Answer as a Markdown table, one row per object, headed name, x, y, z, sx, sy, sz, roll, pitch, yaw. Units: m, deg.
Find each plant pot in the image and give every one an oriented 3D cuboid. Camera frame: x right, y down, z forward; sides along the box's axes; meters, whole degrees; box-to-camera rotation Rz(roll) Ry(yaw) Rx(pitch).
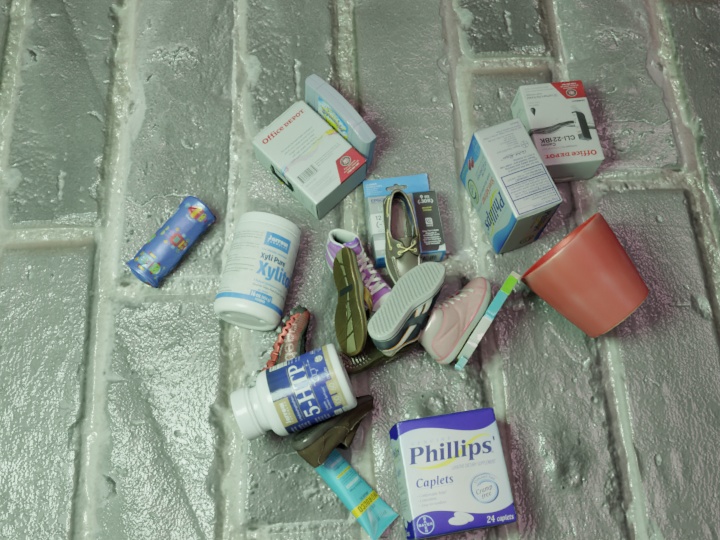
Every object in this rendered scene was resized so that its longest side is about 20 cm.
| name | x | y | z | sx | sy | sz | roll | pitch | yaw |
| --- | --- | --- | --- | --- | --- | --- | --- | --- | --- |
| plant pot | 0.441 | 0.018 | 1.408 | 0.200 | 0.200 | 0.178 | -40 | 84 | -15 |

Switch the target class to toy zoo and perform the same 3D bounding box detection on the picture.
| name | x | y | z | sx | sy | sz | roll | pitch | yaw |
| --- | --- | --- | --- | --- | --- | --- | --- | --- | --- |
| toy zoo | 0.233 | 0.104 | 1.389 | 0.020 | 0.131 | 0.200 | 33 | 72 | 10 |

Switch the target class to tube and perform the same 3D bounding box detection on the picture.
| name | x | y | z | sx | sy | sz | roll | pitch | yaw |
| --- | --- | --- | --- | --- | --- | --- | --- | --- | --- |
| tube | -0.022 | 0.387 | 1.316 | 0.200 | 0.050 | 0.077 | 46 | 47 | 12 |

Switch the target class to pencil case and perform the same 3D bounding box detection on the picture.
| name | x | y | z | sx | sy | sz | roll | pitch | yaw |
| --- | --- | --- | --- | --- | --- | --- | --- | --- | --- |
| pencil case | -0.374 | -0.058 | 1.452 | 0.078 | 0.087 | 0.200 | 46 | 71 | -24 |

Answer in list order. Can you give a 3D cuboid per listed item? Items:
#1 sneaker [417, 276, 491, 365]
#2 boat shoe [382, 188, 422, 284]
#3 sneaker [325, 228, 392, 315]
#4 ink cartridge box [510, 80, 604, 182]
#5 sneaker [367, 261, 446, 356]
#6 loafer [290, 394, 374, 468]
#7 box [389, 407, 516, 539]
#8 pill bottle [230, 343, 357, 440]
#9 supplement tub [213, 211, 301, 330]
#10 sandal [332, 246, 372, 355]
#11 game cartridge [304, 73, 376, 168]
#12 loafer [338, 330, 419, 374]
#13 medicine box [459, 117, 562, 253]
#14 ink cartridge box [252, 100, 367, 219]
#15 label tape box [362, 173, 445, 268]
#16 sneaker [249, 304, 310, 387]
| name | x | y | z | sx | sy | sz | roll | pitch | yaw |
| --- | --- | --- | --- | --- | --- | --- | --- | --- | --- |
| sneaker | 0.173 | 0.072 | 1.407 | 0.105 | 0.075 | 0.201 | 41 | 67 | -16 |
| boat shoe | 0.082 | -0.057 | 1.411 | 0.071 | 0.060 | 0.201 | -6 | 77 | -6 |
| sneaker | -0.001 | 0.000 | 1.404 | 0.073 | 0.115 | 0.200 | -36 | 63 | -25 |
| ink cartridge box | 0.420 | -0.296 | 1.571 | 0.143 | 0.084 | 0.201 | -7 | 71 | -6 |
| sneaker | 0.089 | 0.071 | 1.350 | 0.078 | 0.080 | 0.200 | 25 | 60 | 38 |
| loafer | -0.043 | 0.289 | 1.318 | 0.200 | 0.073 | 0.071 | -28 | 96 | -43 |
| box | 0.160 | 0.362 | 1.304 | 0.183 | 0.105 | 0.201 | -8 | 69 | -6 |
| pill bottle | -0.117 | 0.218 | 1.275 | 0.199 | 0.120 | 0.120 | -22 | 72 | -1 |
| supplement tub | -0.197 | 0.003 | 1.408 | 0.131 | 0.132 | 0.201 | 11 | 71 | 2 |
| sandal | -0.009 | 0.055 | 1.345 | 0.054 | 0.080 | 0.201 | 7 | 69 | -37 |
| game cartridge | -0.047 | -0.312 | 1.531 | 0.040 | 0.134 | 0.200 | -37 | 75 | -21 |
| loafer | 0.035 | 0.142 | 1.404 | 0.199 | 0.067 | 0.076 | -19 | 74 | -26 |
| medicine box | 0.295 | -0.166 | 1.464 | 0.102 | 0.182 | 0.201 | -19 | 71 | -9 |
| ink cartridge box | -0.105 | -0.231 | 1.522 | 0.146 | 0.083 | 0.200 | -42 | 76 | -13 |
| label tape box | 0.087 | -0.113 | 1.499 | 0.142 | 0.066 | 0.201 | -6 | 72 | -4 |
| sneaker | -0.129 | 0.166 | 1.382 | 0.097 | 0.071 | 0.201 | 22 | 72 | 6 |
